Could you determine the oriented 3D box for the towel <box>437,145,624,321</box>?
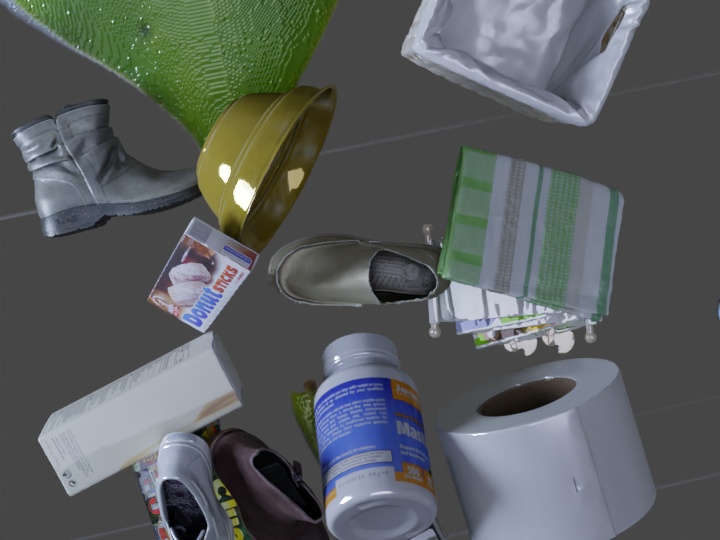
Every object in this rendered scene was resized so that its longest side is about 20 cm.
[{"bbox_3d":[0.182,-0.039,1.255,0.199,0.031,0.150,14,77,-18],"label":"towel"}]

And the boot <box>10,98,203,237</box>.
[{"bbox_3d":[-0.251,-0.118,1.218,0.199,0.068,0.132,-14,92,-5],"label":"boot"}]

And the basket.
[{"bbox_3d":[0.167,-0.269,1.191,0.199,0.161,0.199,23,94,-7],"label":"basket"}]

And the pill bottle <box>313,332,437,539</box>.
[{"bbox_3d":[0.011,0.167,1.205,0.111,0.201,0.112,-5,141,-4],"label":"pill bottle"}]

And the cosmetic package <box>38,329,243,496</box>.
[{"bbox_3d":[-0.224,0.145,1.230,0.199,0.105,0.071,-27,100,0],"label":"cosmetic package"}]

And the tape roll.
[{"bbox_3d":[0.190,0.192,1.227,0.201,0.203,0.140,-19,99,-3],"label":"tape roll"}]

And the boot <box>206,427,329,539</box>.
[{"bbox_3d":[-0.077,0.246,1.213,0.072,0.166,0.200,-45,108,-18],"label":"boot"}]

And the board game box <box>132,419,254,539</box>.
[{"bbox_3d":[-0.173,0.273,1.290,0.104,0.023,0.201,-18,98,-6],"label":"board game box"}]

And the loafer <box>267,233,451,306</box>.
[{"bbox_3d":[0.000,0.000,1.247,0.199,0.068,0.076,-2,97,1],"label":"loafer"}]

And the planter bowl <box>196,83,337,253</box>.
[{"bbox_3d":[-0.106,-0.112,1.175,0.083,0.200,0.201,28,93,7],"label":"planter bowl"}]

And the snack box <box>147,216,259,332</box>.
[{"bbox_3d":[-0.160,0.008,1.179,0.072,0.200,0.024,29,63,-8],"label":"snack box"}]

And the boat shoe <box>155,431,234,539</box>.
[{"bbox_3d":[-0.170,0.255,1.202,0.071,0.069,0.201,6,129,4],"label":"boat shoe"}]

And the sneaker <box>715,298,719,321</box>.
[{"bbox_3d":[0.493,0.056,1.305,0.199,0.072,0.072,11,97,-5],"label":"sneaker"}]

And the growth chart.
[{"bbox_3d":[0.164,0.021,1.296,0.199,0.018,0.146,0,97,-6],"label":"growth chart"}]

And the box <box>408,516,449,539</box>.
[{"bbox_3d":[0.081,0.328,1.275,0.060,0.117,0.201,-27,100,1],"label":"box"}]
